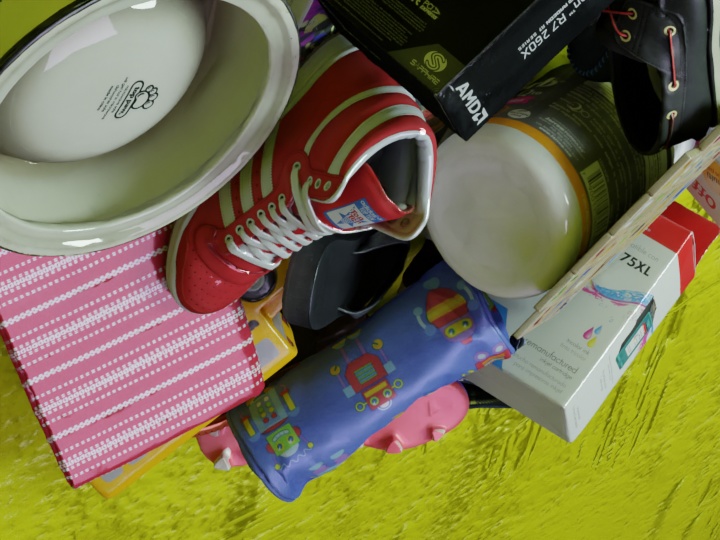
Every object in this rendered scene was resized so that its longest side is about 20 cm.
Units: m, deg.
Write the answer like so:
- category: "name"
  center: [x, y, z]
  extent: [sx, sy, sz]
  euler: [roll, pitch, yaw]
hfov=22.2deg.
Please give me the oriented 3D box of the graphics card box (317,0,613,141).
- category: "graphics card box"
  center: [0.083, -0.178, 0.983]
  extent: [0.200, 0.125, 0.051]
  euler: [-43, 143, -5]

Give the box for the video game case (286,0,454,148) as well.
- category: "video game case"
  center: [0.004, -0.111, 1.129]
  extent: [0.199, 0.036, 0.182]
  euler: [-6, 139, -41]

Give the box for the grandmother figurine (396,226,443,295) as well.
- category: "grandmother figurine"
  center: [0.081, -0.011, 1.342]
  extent: [0.121, 0.061, 0.200]
  euler: [-42, 155, -5]

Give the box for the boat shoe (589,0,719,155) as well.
- category: "boat shoe"
  center: [0.170, -0.148, 1.074]
  extent: [0.063, 0.074, 0.202]
  euler: [-28, 137, -7]

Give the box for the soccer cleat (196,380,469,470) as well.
- category: "soccer cleat"
  center: [-0.022, 0.095, 1.313]
  extent: [0.198, 0.077, 0.067]
  euler: [-11, 115, 4]

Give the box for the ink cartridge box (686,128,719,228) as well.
- category: "ink cartridge box"
  center: [0.278, -0.136, 1.285]
  extent: [0.124, 0.129, 0.201]
  euler: [-25, 149, -17]

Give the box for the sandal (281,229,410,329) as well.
- category: "sandal"
  center: [0.000, 0.001, 1.194]
  extent: [0.200, 0.042, 0.077]
  euler: [-40, 140, -68]

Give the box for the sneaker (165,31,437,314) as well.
- category: "sneaker"
  center: [-0.034, -0.030, 1.039]
  extent: [0.071, 0.113, 0.200]
  euler: [21, 115, -40]

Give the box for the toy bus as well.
- category: "toy bus"
  center: [-0.111, 0.054, 1.192]
  extent: [0.199, 0.065, 0.078]
  euler: [-38, 109, 6]

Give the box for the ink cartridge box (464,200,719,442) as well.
- category: "ink cartridge box"
  center: [0.157, 0.005, 1.300]
  extent: [0.200, 0.116, 0.067]
  euler: [-52, 155, -16]

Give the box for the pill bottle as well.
- category: "pill bottle"
  center: [0.137, -0.070, 1.208]
  extent: [0.200, 0.116, 0.117]
  euler: [-35, 160, -47]

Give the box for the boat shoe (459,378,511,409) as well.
- category: "boat shoe"
  center: [0.032, 0.081, 1.368]
  extent: [0.198, 0.069, 0.084]
  euler: [-9, 153, -3]

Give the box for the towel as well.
- category: "towel"
  center: [-0.145, 0.022, 1.100]
  extent: [0.144, 0.022, 0.201]
  euler: [-26, 124, -15]

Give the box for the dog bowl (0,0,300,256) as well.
- category: "dog bowl"
  center: [-0.134, -0.101, 0.959]
  extent: [0.199, 0.074, 0.201]
  euler: [-26, 150, -16]

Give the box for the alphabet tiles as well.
- category: "alphabet tiles"
  center: [0.177, -0.033, 1.163]
  extent: [0.200, 0.006, 0.166]
  euler: [-47, 170, 20]

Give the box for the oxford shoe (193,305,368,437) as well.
- category: "oxford shoe"
  center: [-0.089, 0.054, 1.271]
  extent: [0.199, 0.071, 0.073]
  euler: [-26, 124, -14]

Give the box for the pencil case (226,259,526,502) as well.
- category: "pencil case"
  center: [0.008, 0.072, 1.223]
  extent: [0.199, 0.078, 0.087]
  euler: [-34, 176, 3]

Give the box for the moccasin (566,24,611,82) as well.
- category: "moccasin"
  center: [0.161, -0.209, 1.124]
  extent: [0.068, 0.081, 0.201]
  euler: [-6, 127, -34]
